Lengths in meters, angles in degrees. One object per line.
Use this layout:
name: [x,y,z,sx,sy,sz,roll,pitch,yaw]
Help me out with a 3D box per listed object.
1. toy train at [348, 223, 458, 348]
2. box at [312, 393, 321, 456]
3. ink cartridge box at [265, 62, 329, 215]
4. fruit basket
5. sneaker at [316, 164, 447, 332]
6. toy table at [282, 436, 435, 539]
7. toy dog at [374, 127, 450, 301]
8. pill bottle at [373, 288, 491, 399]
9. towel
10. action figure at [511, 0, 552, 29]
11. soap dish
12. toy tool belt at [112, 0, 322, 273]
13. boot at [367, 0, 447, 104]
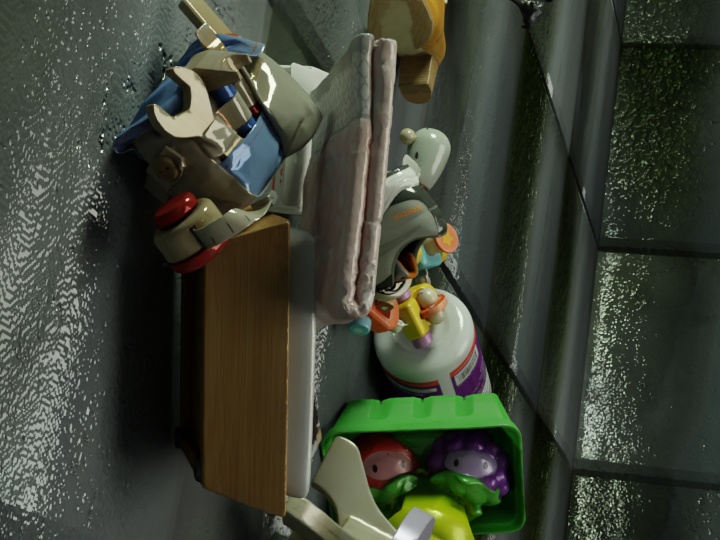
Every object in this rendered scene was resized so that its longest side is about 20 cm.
toy train: [0.048,-0.005,1.492,0.150,0.055,0.201,44,45,-37]
box: [-0.076,0.084,1.196,0.075,0.050,0.202,-62,150,-51]
ink cartridge box: [-0.056,-0.106,1.189,0.200,0.067,0.118,2,93,-73]
fruit basket: [0.064,0.227,1.425,0.216,0.213,0.157,-59,148,-55]
sneaker: [0.000,0.000,1.257,0.200,0.079,0.074,-49,168,33]
toy table: [-0.014,0.252,1.255,0.184,0.116,0.201,-58,168,-32]
toy dog: [0.012,-0.060,1.383,0.096,0.132,0.201,35,45,-24]
pill bottle: [0.086,0.115,1.618,0.201,0.111,0.113,69,30,-54]
towel: [-0.018,-0.056,1.021,0.200,0.032,0.193,162,-66,-77]
action figure: [0.159,-0.392,1.763,0.200,0.102,0.119,46,72,-16]
soap dish: [-0.086,0.058,1.023,0.157,0.080,0.202,-154,-116,-74]
toy tool belt: [-0.114,-0.099,0.967,0.123,0.124,0.201,54,33,-20]
boot: [0.053,-0.289,1.520,0.202,0.070,0.145,70,23,-59]
